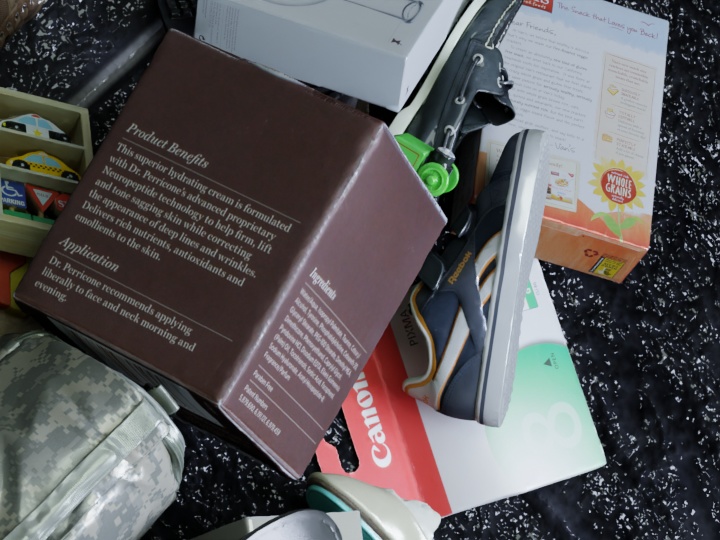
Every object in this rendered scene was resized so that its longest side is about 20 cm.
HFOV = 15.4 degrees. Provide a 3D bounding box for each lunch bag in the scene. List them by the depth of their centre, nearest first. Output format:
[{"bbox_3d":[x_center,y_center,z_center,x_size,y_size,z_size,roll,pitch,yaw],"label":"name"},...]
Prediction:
[{"bbox_3d":[-0.207,0.140,1.587,0.200,0.168,0.140,-44,104,-19],"label":"lunch bag"}]

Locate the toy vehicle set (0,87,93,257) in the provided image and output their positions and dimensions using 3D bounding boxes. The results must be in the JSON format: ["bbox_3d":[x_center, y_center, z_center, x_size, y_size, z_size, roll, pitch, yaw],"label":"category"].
[{"bbox_3d":[-0.264,-0.074,1.688,0.199,0.027,0.125,13,42,-25],"label":"toy vehicle set"}]

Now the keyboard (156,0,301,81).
[{"bbox_3d":[-0.036,-0.170,1.820,0.198,0.021,0.128,-7,49,-15],"label":"keyboard"}]

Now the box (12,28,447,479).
[{"bbox_3d":[-0.077,-0.008,1.660,0.165,0.164,0.201,26,79,24],"label":"box"}]

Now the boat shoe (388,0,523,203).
[{"bbox_3d":[0.072,-0.113,1.818,0.066,0.075,0.200,29,65,8],"label":"boat shoe"}]

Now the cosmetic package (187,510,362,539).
[{"bbox_3d":[-0.046,0.261,1.696,0.087,0.103,0.202,0,74,-29],"label":"cosmetic package"}]

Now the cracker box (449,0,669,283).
[{"bbox_3d":[0.143,-0.104,1.899,0.133,0.058,0.201,16,59,-12],"label":"cracker box"}]

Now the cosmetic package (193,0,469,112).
[{"bbox_3d":[-0.006,-0.201,1.808,0.150,0.052,0.200,20,42,10],"label":"cosmetic package"}]

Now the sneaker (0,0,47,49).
[{"bbox_3d":[-0.231,-0.185,1.731,0.075,0.070,0.201,24,56,-24],"label":"sneaker"}]

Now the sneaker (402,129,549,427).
[{"bbox_3d":[0.075,0.000,1.785,0.079,0.078,0.202,11,92,12],"label":"sneaker"}]

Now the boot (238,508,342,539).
[{"bbox_3d":[-0.124,0.200,1.630,0.199,0.174,0.070,-34,110,-23],"label":"boot"}]

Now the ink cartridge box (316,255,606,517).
[{"bbox_3d":[0.058,0.086,1.834,0.199,0.050,0.162,-14,82,-32],"label":"ink cartridge box"}]

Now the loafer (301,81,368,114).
[{"bbox_3d":[-0.032,-0.099,1.838,0.072,0.071,0.201,5,59,7],"label":"loafer"}]

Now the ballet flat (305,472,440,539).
[{"bbox_3d":[0.039,0.197,1.780,0.069,0.069,0.201,-45,109,-30],"label":"ballet flat"}]

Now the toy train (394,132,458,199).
[{"bbox_3d":[0.000,0.000,1.767,0.056,0.042,0.201,31,103,10],"label":"toy train"}]

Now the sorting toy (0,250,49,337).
[{"bbox_3d":[-0.267,0.020,1.686,0.184,0.036,0.201,21,67,-21],"label":"sorting toy"}]
